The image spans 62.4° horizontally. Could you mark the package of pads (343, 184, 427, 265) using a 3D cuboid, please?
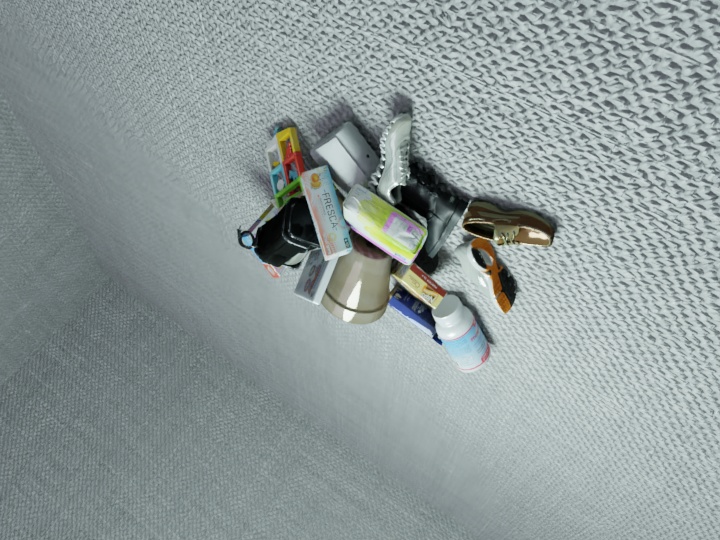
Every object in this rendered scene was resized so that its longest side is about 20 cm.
[{"bbox_3d":[0.051,-0.099,1.328,0.197,0.069,0.155,33,172,4],"label":"package of pads"}]

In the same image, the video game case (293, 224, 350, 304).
[{"bbox_3d":[-0.100,-0.023,1.498,0.023,0.206,0.181,23,175,-21],"label":"video game case"}]

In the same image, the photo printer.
[{"bbox_3d":[-0.013,-0.233,1.388,0.201,0.070,0.165,49,157,-17],"label":"photo printer"}]

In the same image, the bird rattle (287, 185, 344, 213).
[{"bbox_3d":[-0.101,-0.169,1.530,0.163,0.114,0.198,43,146,-18],"label":"bird rattle"}]

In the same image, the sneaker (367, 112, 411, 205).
[{"bbox_3d":[0.077,-0.230,1.242,0.081,0.074,0.204,44,137,30],"label":"sneaker"}]

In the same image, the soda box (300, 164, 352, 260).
[{"bbox_3d":[-0.080,-0.133,1.378,0.064,0.066,0.207,135,118,-79],"label":"soda box"}]

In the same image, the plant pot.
[{"bbox_3d":[0.000,0.000,1.484,0.197,0.200,0.177,31,130,13],"label":"plant pot"}]

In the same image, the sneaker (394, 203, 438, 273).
[{"bbox_3d":[0.112,-0.079,1.486,0.202,0.076,0.115,52,162,-16],"label":"sneaker"}]

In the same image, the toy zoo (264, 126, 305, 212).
[{"bbox_3d":[-0.189,-0.265,1.496,0.130,0.020,0.207,-22,78,49],"label":"toy zoo"}]

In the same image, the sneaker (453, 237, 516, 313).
[{"bbox_3d":[0.290,0.011,1.390,0.203,0.075,0.091,58,155,-17],"label":"sneaker"}]

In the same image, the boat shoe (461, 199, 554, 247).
[{"bbox_3d":[0.299,-0.082,1.229,0.196,0.074,0.077,20,147,33],"label":"boat shoe"}]

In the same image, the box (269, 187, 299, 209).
[{"bbox_3d":[-0.154,-0.153,1.675,0.093,0.078,0.202,-2,131,51],"label":"box"}]

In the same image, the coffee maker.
[{"bbox_3d":[-0.188,-0.086,1.487,0.199,0.187,0.139,-30,72,59],"label":"coffee maker"}]

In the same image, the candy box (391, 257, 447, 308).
[{"bbox_3d":[0.136,0.025,1.505,0.115,0.056,0.200,40,180,-12],"label":"candy box"}]

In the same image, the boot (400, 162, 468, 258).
[{"bbox_3d":[0.143,-0.136,1.345,0.160,0.074,0.200,34,145,6],"label":"boot"}]

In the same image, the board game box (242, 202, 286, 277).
[{"bbox_3d":[-0.226,-0.107,1.698,0.040,0.202,0.154,-4,131,51],"label":"board game box"}]

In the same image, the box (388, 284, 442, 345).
[{"bbox_3d":[0.160,0.121,1.656,0.198,0.121,0.033,38,108,4],"label":"box"}]

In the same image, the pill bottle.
[{"bbox_3d":[0.266,0.167,1.589,0.107,0.110,0.202,4,136,46],"label":"pill bottle"}]

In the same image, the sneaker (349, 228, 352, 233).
[{"bbox_3d":[0.011,-0.087,1.576,0.129,0.081,0.197,38,144,-20],"label":"sneaker"}]
